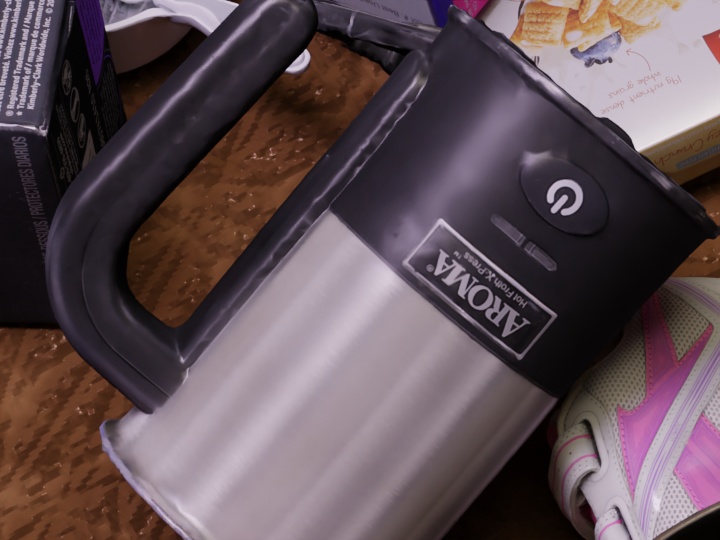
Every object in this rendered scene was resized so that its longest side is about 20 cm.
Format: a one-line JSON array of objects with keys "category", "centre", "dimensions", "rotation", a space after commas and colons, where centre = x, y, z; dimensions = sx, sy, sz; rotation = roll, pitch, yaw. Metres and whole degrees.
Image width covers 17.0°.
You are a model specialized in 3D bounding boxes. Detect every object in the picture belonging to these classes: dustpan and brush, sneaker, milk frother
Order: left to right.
[{"category": "dustpan and brush", "centre": [-0.092, -0.116, 0.993], "dimensions": [0.200, 0.057, 0.140], "rotation": [36, 63, 27]}, {"category": "milk frother", "centre": [0.000, 0.000, 0.849], "dimensions": [0.180, 0.200, 0.188], "rotation": [41, 94, 8]}, {"category": "sneaker", "centre": [0.105, 0.081, 0.826], "dimensions": [0.088, 0.081, 0.200], "rotation": [3, 47, 12]}]

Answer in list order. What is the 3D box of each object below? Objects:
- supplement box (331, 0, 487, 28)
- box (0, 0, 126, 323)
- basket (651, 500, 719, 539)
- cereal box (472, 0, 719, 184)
[{"category": "supplement box", "centre": [0.042, -0.204, 0.967], "dimensions": [0.101, 0.103, 0.200], "rotation": [26, 66, 30]}, {"category": "box", "centre": [-0.200, -0.056, 0.918], "dimensions": [0.200, 0.122, 0.106], "rotation": [1, 53, 6]}, {"category": "basket", "centre": [0.129, 0.169, 0.676], "dimensions": [0.180, 0.200, 0.136], "rotation": [-23, 54, -13]}, {"category": "cereal box", "centre": [0.095, -0.118, 0.982], "dimensions": [0.144, 0.040, 0.200], "rotation": [-26, 55, -3]}]
